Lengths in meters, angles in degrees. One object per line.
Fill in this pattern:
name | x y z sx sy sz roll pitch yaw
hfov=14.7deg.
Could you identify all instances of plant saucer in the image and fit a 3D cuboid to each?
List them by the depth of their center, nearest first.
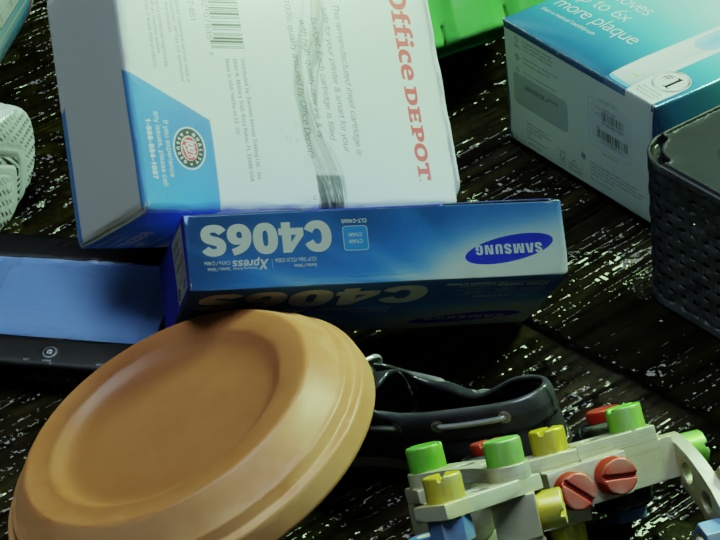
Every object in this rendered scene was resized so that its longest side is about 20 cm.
plant saucer | -0.089 0.083 1.372 0.200 0.038 0.200 -22 29 13

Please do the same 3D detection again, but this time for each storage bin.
storage bin | 0.259 -0.015 1.476 0.135 0.094 0.200 -26 39 -27

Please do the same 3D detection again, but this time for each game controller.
game controller | -0.155 0.022 1.532 0.199 0.042 0.104 3 34 15

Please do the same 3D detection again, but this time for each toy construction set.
toy construction set | 0.106 0.107 1.302 0.199 0.093 0.131 1 -3 -16

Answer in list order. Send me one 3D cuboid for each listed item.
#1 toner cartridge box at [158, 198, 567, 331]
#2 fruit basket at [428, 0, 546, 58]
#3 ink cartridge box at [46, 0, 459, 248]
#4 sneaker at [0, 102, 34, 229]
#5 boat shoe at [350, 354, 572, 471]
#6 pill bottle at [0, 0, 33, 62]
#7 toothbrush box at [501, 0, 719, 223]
toner cartridge box | 0.000 0.000 1.462 0.199 0.095 0.043 -3 75 -12
fruit basket | 0.001 -0.221 1.721 0.215 0.216 0.155 -20 0 -21
ink cartridge box | -0.059 -0.091 1.532 0.199 0.146 0.084 -1 -15 -33
sneaker | -0.282 -0.044 1.621 0.115 0.075 0.200 16 42 26
boat shoe | 0.014 0.063 1.421 0.199 0.063 0.073 12 37 26
pill bottle | -0.271 -0.169 1.782 0.108 0.109 0.200 2 33 12
toothbrush box | 0.206 -0.121 1.654 0.199 0.086 0.146 -22 36 -26
